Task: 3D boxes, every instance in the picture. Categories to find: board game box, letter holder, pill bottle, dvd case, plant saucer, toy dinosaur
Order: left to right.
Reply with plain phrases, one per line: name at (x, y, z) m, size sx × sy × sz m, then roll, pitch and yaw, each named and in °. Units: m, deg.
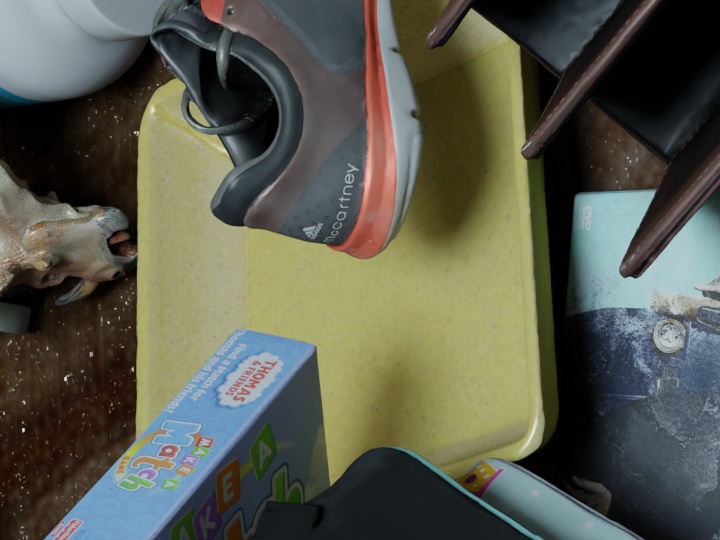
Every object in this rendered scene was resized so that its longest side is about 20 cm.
toy dinosaur at (-0.197, -0.043, 1.017) m, size 0.199 × 0.136 × 0.086 m, roll 26°, pitch 61°, yaw 26°
pill bottle at (-0.160, -0.123, 1.057) m, size 0.199 × 0.110 × 0.112 m, roll -3°, pitch 80°, yaw 44°
board game box at (-0.053, 0.144, 0.816) m, size 0.036 × 0.151 × 0.201 m, roll 10°, pitch 125°, yaw 25°
plant saucer at (0.000, 0.000, 0.910) m, size 0.199 × 0.048 × 0.201 m, roll -22°, pitch 61°, yaw 40°
letter holder at (0.113, -0.113, 0.747) m, size 0.100 × 0.142 × 0.200 m, roll 38°, pitch 114°, yaw -2°
dvd case at (0.144, 0.043, 0.792) m, size 0.199 × 0.022 × 0.147 m, roll 0°, pitch 82°, yaw 43°

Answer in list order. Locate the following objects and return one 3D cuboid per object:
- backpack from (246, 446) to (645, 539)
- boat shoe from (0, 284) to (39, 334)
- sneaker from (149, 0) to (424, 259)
backpack at (0.040, 0.169, 0.764) m, size 0.175 × 0.153 × 0.201 m, roll 26°, pitch 126°, yaw 39°
boat shoe at (-0.218, -0.021, 1.124) m, size 0.200 × 0.072 × 0.061 m, roll 15°, pitch 93°, yaw 37°
sneaker at (-0.033, -0.099, 0.872) m, size 0.077 × 0.081 × 0.201 m, roll 122°, pitch 143°, yaw -50°
